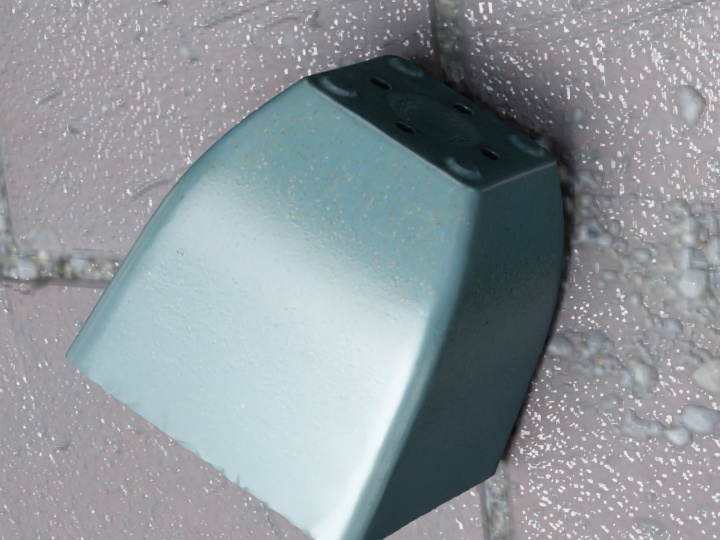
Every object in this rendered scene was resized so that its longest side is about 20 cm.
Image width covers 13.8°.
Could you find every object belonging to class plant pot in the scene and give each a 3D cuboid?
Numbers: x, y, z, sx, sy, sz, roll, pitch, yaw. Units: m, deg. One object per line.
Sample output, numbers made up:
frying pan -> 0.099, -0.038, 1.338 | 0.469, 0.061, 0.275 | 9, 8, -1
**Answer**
plant pot -> 0.000, 0.000, 1.600 | 0.196, 0.196, 0.200 | 35, 114, 17
